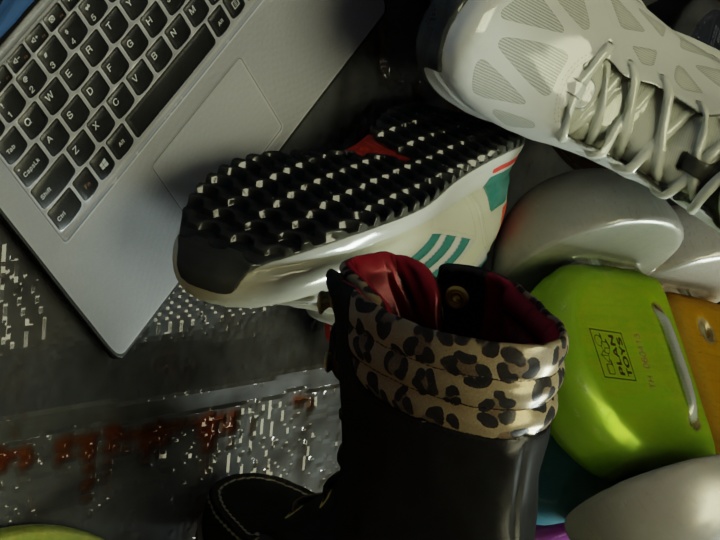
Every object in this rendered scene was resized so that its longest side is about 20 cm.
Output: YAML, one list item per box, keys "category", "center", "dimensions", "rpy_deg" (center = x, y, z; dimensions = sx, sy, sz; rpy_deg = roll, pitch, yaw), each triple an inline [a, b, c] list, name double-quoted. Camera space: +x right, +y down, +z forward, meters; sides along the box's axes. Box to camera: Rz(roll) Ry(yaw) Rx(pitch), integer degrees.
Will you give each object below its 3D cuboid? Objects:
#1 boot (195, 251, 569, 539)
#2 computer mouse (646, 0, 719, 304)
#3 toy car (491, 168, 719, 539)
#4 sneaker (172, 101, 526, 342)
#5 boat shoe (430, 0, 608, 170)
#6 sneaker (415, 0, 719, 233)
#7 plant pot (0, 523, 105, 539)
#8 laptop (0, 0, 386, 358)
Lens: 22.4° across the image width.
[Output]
- category: "boot"
  center: [0.005, 0.068, 0.625]
  dimensions: [0.073, 0.200, 0.151]
  rpy_deg: [-4, 108, -26]
- category: "computer mouse"
  center: [0.155, -0.068, 0.888]
  dimensions: [0.200, 0.053, 0.139]
  rpy_deg: [39, 68, -60]
- category: "toy car"
  center: [0.107, 0.063, 0.797]
  dimensions: [0.200, 0.150, 0.175]
  rpy_deg: [15, 54, -54]
- category: "sneaker"
  center: [0.000, 0.000, 0.693]
  dimensions: [0.200, 0.070, 0.094]
  rpy_deg: [-29, 132, -55]
- category: "boat shoe"
  center: [0.059, -0.102, 0.753]
  dimensions: [0.065, 0.071, 0.200]
  rpy_deg: [-48, 128, -17]
- category: "sneaker"
  center: [0.120, -0.058, 0.694]
  dimensions: [0.200, 0.115, 0.076]
  rpy_deg: [15, 110, -41]
- category: "plant pot"
  center: [-0.069, 0.205, 0.593]
  dimensions: [0.200, 0.184, 0.201]
  rpy_deg: [-16, 112, -45]
- category: "laptop"
  center: [-0.040, -0.091, 0.597]
  dimensions: [0.187, 0.116, 0.200]
  rpy_deg: [-54, 135, -24]
